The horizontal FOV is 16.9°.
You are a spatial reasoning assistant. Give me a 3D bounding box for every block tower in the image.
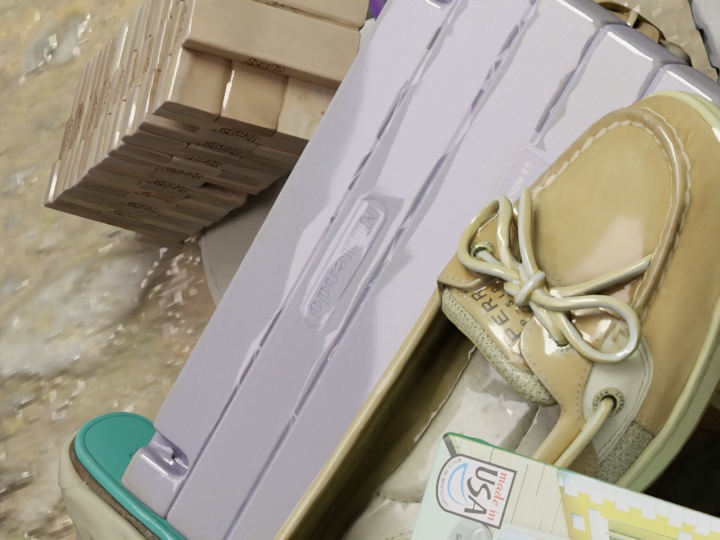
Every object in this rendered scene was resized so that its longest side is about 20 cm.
[{"bbox_3d":[-0.057,-0.054,0.805,0.200,0.057,0.054,150,134,-70],"label":"block tower"}]

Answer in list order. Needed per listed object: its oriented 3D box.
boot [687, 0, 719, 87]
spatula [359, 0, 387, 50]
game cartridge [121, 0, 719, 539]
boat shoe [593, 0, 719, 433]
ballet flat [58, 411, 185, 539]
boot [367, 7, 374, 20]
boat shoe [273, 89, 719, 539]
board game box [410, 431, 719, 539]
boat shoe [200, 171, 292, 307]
[{"bbox_3d":[0.174,-0.103,0.688,0.167,0.076,0.201,-23,87,17],"label":"boot"},{"bbox_3d":[-0.014,-0.073,0.817,0.200,0.020,0.057,-2,111,68],"label":"spatula"},{"bbox_3d":[0.027,0.016,0.700,0.129,0.038,0.201,35,106,18],"label":"game cartridge"},{"bbox_3d":[0.077,-0.046,0.760,0.066,0.074,0.201,-38,74,14],"label":"boat shoe"},{"bbox_3d":[-0.039,0.124,0.830,0.200,0.069,0.070,42,106,40],"label":"ballet flat"},{"bbox_3d":[0.056,-0.181,0.821,0.199,0.072,0.183,-14,71,43],"label":"boot"},{"bbox_3d":[0.031,0.039,0.637,0.201,0.063,0.073,-55,49,20],"label":"boat shoe"},{"bbox_3d":[0.053,0.152,0.560,0.134,0.029,0.201,16,87,24],"label":"board game box"},{"bbox_3d":[0.000,0.000,0.822,0.200,0.062,0.073,47,123,57],"label":"boat shoe"}]
